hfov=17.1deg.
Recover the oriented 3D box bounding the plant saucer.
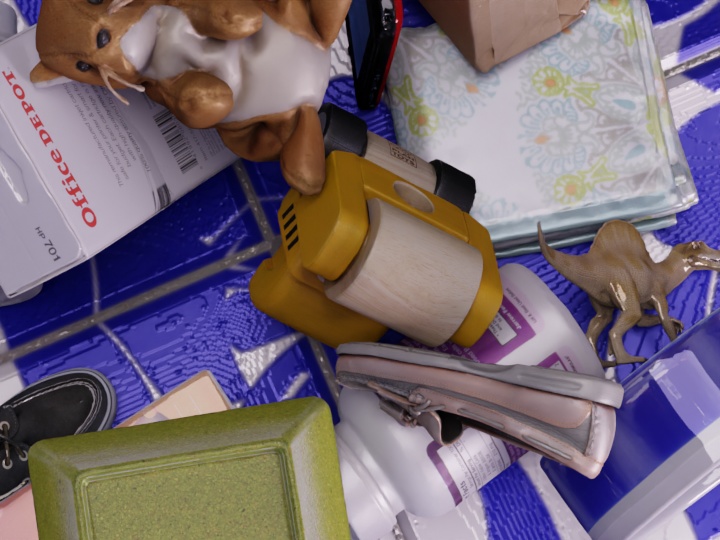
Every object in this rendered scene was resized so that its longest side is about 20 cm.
[{"bbox_3d":[-0.102,0.187,1.507,0.199,0.048,0.201,-9,78,-3],"label":"plant saucer"}]

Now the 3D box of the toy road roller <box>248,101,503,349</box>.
[{"bbox_3d":[0.000,0.000,1.569,0.122,0.200,0.146,26,113,-19],"label":"toy road roller"}]

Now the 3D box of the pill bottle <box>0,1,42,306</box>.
[{"bbox_3d":[-0.275,-0.081,1.640,0.111,0.111,0.201,-3,78,-1],"label":"pill bottle"}]

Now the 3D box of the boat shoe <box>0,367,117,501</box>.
[{"bbox_3d":[-0.252,0.132,1.622,0.200,0.057,0.069,-34,80,-7],"label":"boat shoe"}]

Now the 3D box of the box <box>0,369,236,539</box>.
[{"bbox_3d":[-0.142,0.188,1.586,0.200,0.106,0.153,-33,80,-8],"label":"box"}]

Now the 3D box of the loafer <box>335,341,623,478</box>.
[{"bbox_3d":[0.067,0.085,1.494,0.199,0.072,0.063,7,84,31],"label":"loafer"}]

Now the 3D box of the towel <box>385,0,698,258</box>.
[{"bbox_3d":[0.125,-0.101,1.682,0.199,0.048,0.172,-10,75,-3],"label":"towel"}]

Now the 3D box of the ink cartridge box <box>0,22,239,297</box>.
[{"bbox_3d":[-0.187,-0.093,1.582,0.086,0.200,0.147,-24,99,37],"label":"ink cartridge box"}]

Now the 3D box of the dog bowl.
[{"bbox_3d":[0.216,0.097,1.560,0.200,0.200,0.079,-36,78,-8],"label":"dog bowl"}]

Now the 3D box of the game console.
[{"bbox_3d":[-0.046,-0.209,1.620,0.118,0.200,0.173,-6,78,-5],"label":"game console"}]

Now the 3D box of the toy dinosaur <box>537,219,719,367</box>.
[{"bbox_3d":[0.171,0.015,1.624,0.199,0.058,0.102,2,81,-43],"label":"toy dinosaur"}]

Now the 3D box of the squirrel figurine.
[{"bbox_3d":[-0.121,-0.149,1.529,0.186,0.200,0.142,5,109,-19],"label":"squirrel figurine"}]

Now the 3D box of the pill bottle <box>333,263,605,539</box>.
[{"bbox_3d":[0.056,0.094,1.604,0.200,0.112,0.112,-36,80,-8],"label":"pill bottle"}]

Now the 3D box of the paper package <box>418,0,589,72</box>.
[{"bbox_3d":[0.061,-0.268,1.615,0.103,0.191,0.200,-33,67,-9],"label":"paper package"}]
